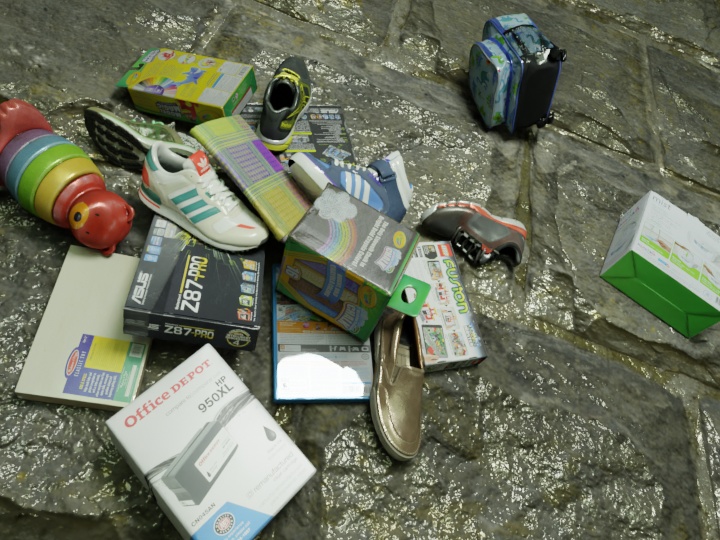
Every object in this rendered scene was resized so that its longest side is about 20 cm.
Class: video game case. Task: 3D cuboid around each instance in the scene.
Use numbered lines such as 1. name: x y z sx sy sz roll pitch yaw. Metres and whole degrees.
1. video game case: -0.056 0.086 0.779 0.139 0.018 0.204 3 60 -16

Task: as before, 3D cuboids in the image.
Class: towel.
1. towel: -0.144 -0.132 0.783 0.201 0.023 0.144 51 25 -7

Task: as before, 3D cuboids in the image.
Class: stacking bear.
1. stacking bear: -0.389 -0.106 0.720 0.199 0.114 0.122 38 93 7

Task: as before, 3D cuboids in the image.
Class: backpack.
1. backpack: 0.294 -0.399 1.085 0.143 0.185 0.203 -11 53 -1

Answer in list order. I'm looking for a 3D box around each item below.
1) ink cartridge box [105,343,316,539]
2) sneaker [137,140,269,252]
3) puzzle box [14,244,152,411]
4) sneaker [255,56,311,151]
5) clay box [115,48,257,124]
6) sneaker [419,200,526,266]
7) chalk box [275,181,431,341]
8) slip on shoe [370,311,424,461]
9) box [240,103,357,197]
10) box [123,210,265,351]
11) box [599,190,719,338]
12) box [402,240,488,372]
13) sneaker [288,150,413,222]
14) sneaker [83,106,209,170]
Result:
1. ink cartridge box: -0.171 0.212 0.626 0.200 0.085 0.144 45 57 11
2. sneaker: -0.208 -0.102 0.731 0.197 0.095 0.071 27 35 7
3. puzzle box: -0.329 0.070 0.690 0.130 0.026 0.204 12 58 -14
4. sneaker: -0.115 -0.286 0.882 0.073 0.085 0.204 14 57 -10
5. clay box: -0.281 -0.299 0.886 0.195 0.048 0.116 15 55 13
6. sneaker: 0.193 -0.055 0.915 0.195 0.077 0.084 12 64 -11
7. chalk box: 0.000 0.000 0.762 0.197 0.125 0.125 31 51 3
8. slip on shoe: 0.059 0.150 0.747 0.075 0.060 0.204 21 52 -27
9. box: -0.111 -0.203 0.913 0.195 0.044 0.163 -5 64 -21
10. box: -0.207 0.006 0.719 0.157 0.050 0.202 10 40 -14
11. box: 0.570 -0.016 1.004 0.198 0.097 0.178 34 55 3
12. box: 0.115 0.051 0.847 0.107 0.035 0.204 -3 62 -20
13. sneaker: -0.003 -0.150 0.862 0.200 0.080 0.148 42 73 -17
14. sneaker: -0.318 -0.198 0.834 0.196 0.077 0.090 24 43 -10
